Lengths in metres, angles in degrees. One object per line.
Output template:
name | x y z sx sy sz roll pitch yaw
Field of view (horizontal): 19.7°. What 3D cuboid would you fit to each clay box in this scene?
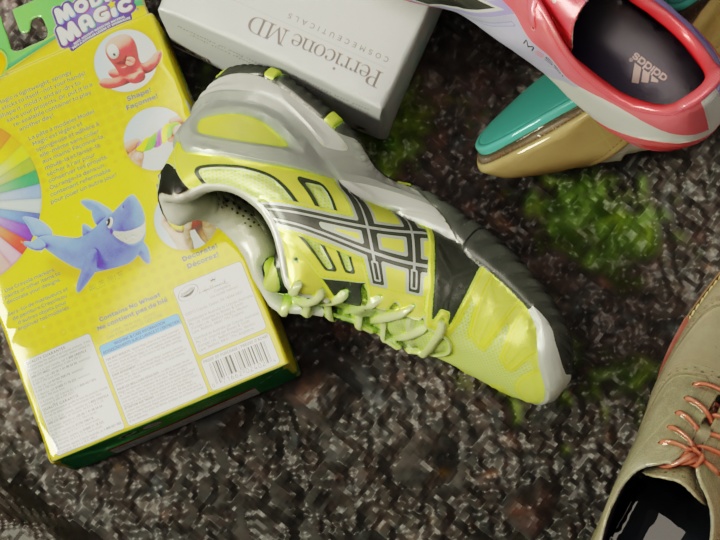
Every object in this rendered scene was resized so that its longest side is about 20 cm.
clay box | -0.116 -0.025 0.931 0.115 0.048 0.201 -22 77 3

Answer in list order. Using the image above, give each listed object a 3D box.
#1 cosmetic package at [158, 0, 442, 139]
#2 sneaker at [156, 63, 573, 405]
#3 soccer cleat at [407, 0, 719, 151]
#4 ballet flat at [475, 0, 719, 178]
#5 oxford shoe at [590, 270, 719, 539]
cosmetic package | 0.001 -0.173 0.920 0.113 0.081 0.201 22 83 2
sneaker | 0.000 0.000 0.884 0.200 0.075 0.076 36 63 5
soccer cleat | 0.065 -0.119 0.835 0.200 0.076 0.067 37 84 5
ballet flat | 0.142 -0.091 0.904 0.200 0.069 0.063 -39 107 2
oxford shoe | 0.148 0.075 0.866 0.070 0.075 0.201 21 83 13
